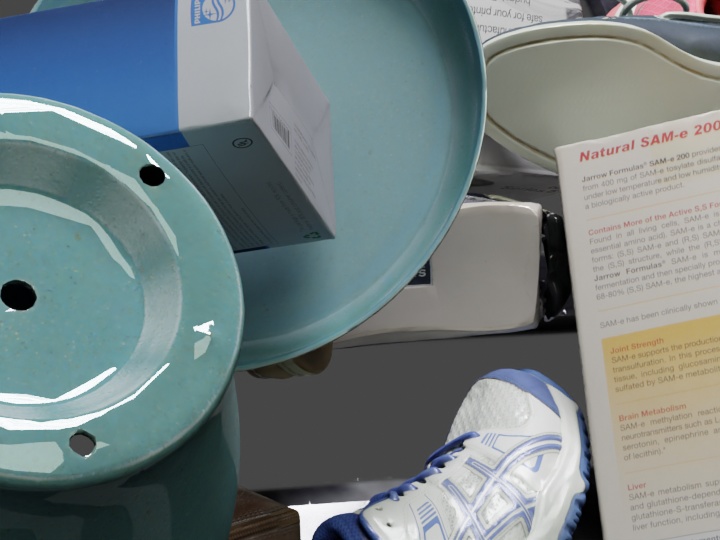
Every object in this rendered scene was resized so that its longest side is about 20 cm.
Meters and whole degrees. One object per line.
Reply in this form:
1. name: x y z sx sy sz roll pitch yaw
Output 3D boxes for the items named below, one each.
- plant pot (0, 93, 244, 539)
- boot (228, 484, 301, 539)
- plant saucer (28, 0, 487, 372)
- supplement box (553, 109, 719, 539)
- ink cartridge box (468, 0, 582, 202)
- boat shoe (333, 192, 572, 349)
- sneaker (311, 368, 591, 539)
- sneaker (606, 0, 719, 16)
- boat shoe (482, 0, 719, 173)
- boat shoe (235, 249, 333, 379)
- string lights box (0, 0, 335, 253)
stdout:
1. plant pot: -0.125 0.052 0.668 0.198 0.188 0.202 10 53 -14
2. boot: -0.131 0.096 0.789 0.199 0.064 0.187 -19 67 -26
3. plant saucer: -0.046 -0.055 0.810 0.198 0.027 0.202 -5 70 13
4. supplement box: 0.155 0.040 0.837 0.125 0.073 0.202 -11 69 19
5. ink cartridge box: 0.022 -0.134 0.959 0.144 0.084 0.202 3 77 -34
6. boat shoe: 0.000 0.000 0.929 0.198 0.076 0.093 3 2 13
7. sneaker: 0.029 0.101 0.809 0.088 0.075 0.201 31 42 -12
8. sneaker: 0.156 -0.071 0.996 0.073 0.087 0.202 23 49 -26
9. boat shoe: 0.138 -0.082 0.926 0.198 0.076 0.062 -1 27 -10
10. boat shoe: -0.067 -0.040 0.867 0.066 0.074 0.202 -26 67 16
11. string lights box: -0.117 -0.040 0.753 0.198 0.103 0.060 -8 66 12
